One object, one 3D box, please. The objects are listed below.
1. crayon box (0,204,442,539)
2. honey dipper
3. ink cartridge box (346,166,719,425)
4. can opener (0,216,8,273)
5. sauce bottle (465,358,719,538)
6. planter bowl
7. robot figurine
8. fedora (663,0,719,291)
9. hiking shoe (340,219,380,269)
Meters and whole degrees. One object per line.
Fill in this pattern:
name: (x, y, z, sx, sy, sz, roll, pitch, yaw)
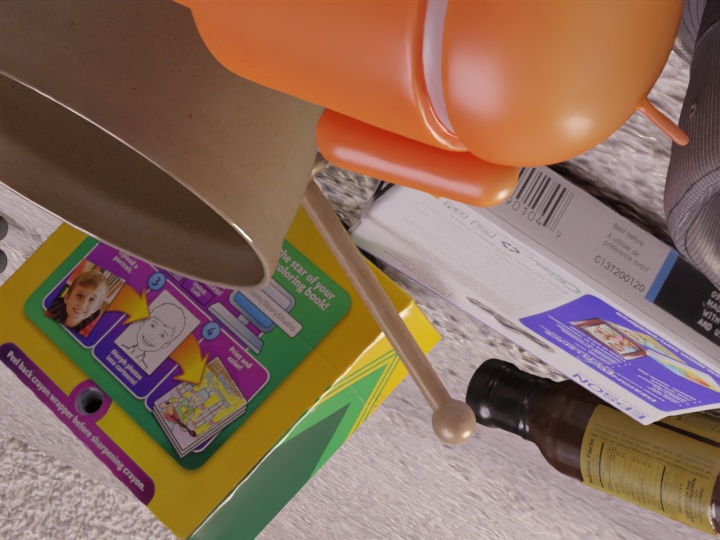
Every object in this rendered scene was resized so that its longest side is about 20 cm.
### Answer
crayon box: (-0.086, 0.033, 1.308, 0.200, 0.173, 0.058, 40, 172, 32)
honey dipper: (0.000, 0.000, 1.223, 0.201, 0.038, 0.038, 57, 164, -1)
ink cartridge box: (0.097, 0.004, 1.207, 0.198, 0.044, 0.200, 32, 168, -5)
can opener: (-0.331, -0.030, 1.978, 0.066, 0.053, 0.200, -4, -173, -30)
sauce bottle: (0.151, 0.097, 1.408, 0.199, 0.065, 0.065, 21, 165, 36)
planter bowl: (-0.094, -0.099, 1.021, 0.199, 0.135, 0.200, 28, 166, 7)
robot figurine: (0.023, -0.101, 0.816, 0.199, 0.145, 0.116, 21, -179, 30)
fedora: (0.164, -0.031, 0.837, 0.176, 0.091, 0.200, 29, 167, -1)
hiking shoe: (-0.010, 0.014, 1.438, 0.100, 0.076, 0.200, 24, 178, -19)
